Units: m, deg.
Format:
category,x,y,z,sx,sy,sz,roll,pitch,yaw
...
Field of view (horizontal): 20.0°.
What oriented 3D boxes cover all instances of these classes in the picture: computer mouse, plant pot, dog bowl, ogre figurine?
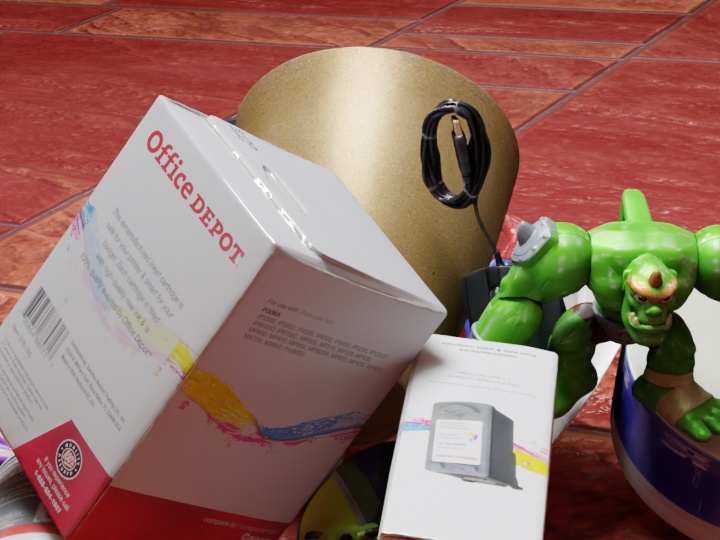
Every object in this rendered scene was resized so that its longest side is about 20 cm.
category,x,y,z,sx,sy,sz,roll,pitch,yaw
computer mouse,0.075,-0.007,1.186,0.058,0.201,0.034,-6,32,30
plant pot,0.000,0.000,1.258,0.185,0.187,0.201,-1,51,11
dog bowl,0.255,0.076,1.254,0.198,0.079,0.201,0,45,0
ogre figurine,0.150,0.026,1.157,0.198,0.121,0.098,10,31,12

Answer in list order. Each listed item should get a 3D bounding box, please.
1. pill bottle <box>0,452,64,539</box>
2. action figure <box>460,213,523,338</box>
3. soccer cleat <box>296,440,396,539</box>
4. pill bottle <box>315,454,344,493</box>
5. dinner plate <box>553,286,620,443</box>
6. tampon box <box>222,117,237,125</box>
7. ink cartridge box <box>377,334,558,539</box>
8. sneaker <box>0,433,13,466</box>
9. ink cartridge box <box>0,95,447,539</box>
category,x,y,z,sx,sy,sz,roll,pitch,yaw
pill bottle,-0.167,0.163,1.166,0.115,0.117,0.200,-4,19,2
action figure,0.069,0.043,1.432,0.051,0.066,0.201,20,47,5
soccer cleat,-0.011,0.171,1.220,0.083,0.065,0.200,-29,13,27
pill bottle,-0.060,0.055,1.381,0.115,0.117,0.201,-2,36,6
dinner plate,0.105,0.066,1.309,0.024,0.201,0.200,35,15,-12
tampon box,-0.055,-0.055,1.636,0.149,0.127,0.200,-6,-1,10
ink cartridge box,0.052,0.147,1.073,0.085,0.149,0.200,8,29,3
sneaker,-0.273,0.155,1.279,0.088,0.081,0.200,18,27,32
ink cartridge box,-0.084,0.039,1.111,0.144,0.200,0.145,20,23,-45
